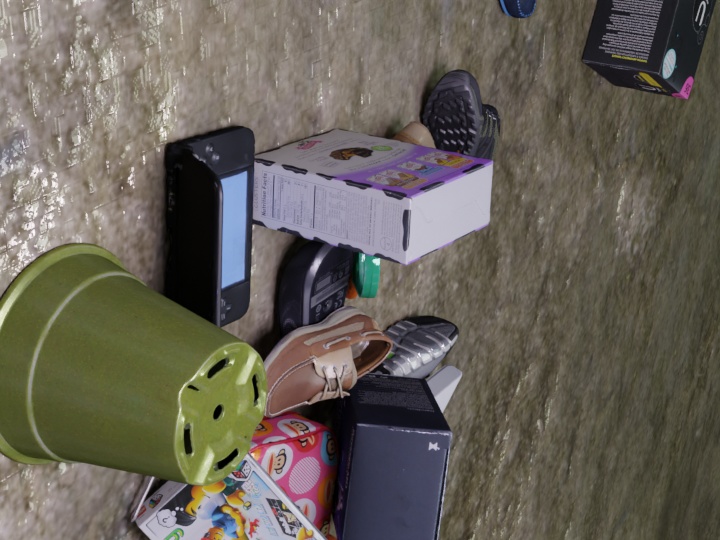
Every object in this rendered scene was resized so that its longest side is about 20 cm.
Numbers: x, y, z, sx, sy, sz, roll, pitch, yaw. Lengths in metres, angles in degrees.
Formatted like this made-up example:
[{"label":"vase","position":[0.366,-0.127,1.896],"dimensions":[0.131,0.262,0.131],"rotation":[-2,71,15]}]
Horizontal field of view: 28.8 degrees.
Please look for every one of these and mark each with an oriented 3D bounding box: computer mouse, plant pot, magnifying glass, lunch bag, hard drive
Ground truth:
[{"label":"computer mouse","position":[-0.061,0.045,1.520],"dimensions":[0.138,0.052,0.202],"rotation":[-27,136,-50]},{"label":"plant pot","position":[-0.187,0.095,1.190],"dimensions":[0.200,0.189,0.202],"rotation":[-30,127,-49]},{"label":"magnifying glass","position":[0.000,0.000,1.518],"dimensions":[0.200,0.022,0.081],"rotation":[114,-25,-77]},{"label":"lunch bag","position":[-0.110,0.259,1.490],"dimensions":[0.175,0.081,0.202],"rotation":[-8,111,-48]},{"label":"hard drive","position":[0.052,0.220,1.724],"dimensions":[0.132,0.026,0.201],"rotation":[-30,148,-60]}]

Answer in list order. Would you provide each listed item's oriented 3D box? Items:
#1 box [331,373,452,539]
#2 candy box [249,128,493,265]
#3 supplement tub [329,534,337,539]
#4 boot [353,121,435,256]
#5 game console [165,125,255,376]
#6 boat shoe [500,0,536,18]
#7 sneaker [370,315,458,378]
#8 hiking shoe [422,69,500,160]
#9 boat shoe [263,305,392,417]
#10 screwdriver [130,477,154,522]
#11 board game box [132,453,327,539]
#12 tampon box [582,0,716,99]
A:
[{"label":"box","position":[0.027,0.209,1.529],"dimensions":[0.200,0.103,0.150],"rotation":[-117,-147,-78]},{"label":"candy box","position":[0.009,-0.080,1.423],"dimensions":[0.167,0.198,0.072],"rotation":[-25,124,-52]},{"label":"supplement tub","position":[-0.037,0.401,1.642],"dimensions":[0.123,0.122,0.201],"rotation":[-53,144,-32]},{"label":"boot","position":[0.045,-0.065,1.645],"dimensions":[0.167,0.072,0.200],"rotation":[-54,147,-11]},{"label":"game console","position":[-0.122,-0.017,1.319],"dimensions":[0.175,0.116,0.202],"rotation":[-24,124,-53]},{"label":"boat shoe","position":[0.212,-0.410,1.739],"dimensions":[0.084,0.068,0.202],"rotation":[-35,132,-47]},{"label":"sneaker","position":[0.043,0.140,1.721],"dimensions":[0.199,0.075,0.117],"rotation":[-29,134,-40]},{"label":"hiking shoe","position":[0.128,-0.181,1.716],"dimensions":[0.201,0.075,0.101],"rotation":[81,29,-50]},{"label":"boat shoe","position":[-0.037,0.099,1.470],"dimensions":[0.200,0.071,0.076],"rotation":[-35,142,-45]},{"label":"screwdriver","position":[-0.182,0.154,1.388],"dimensions":[0.029,0.028,0.202],"rotation":[99,14,-81]},{"label":"board game box","position":[-0.118,0.272,1.413],"dimensions":[0.126,0.035,0.200],"rotation":[-41,116,-5]},{"label":"tampon box","position":[0.431,-0.374,2.063],"dimensions":[0.149,0.125,0.202],"rotation":[14,91,-59]}]
